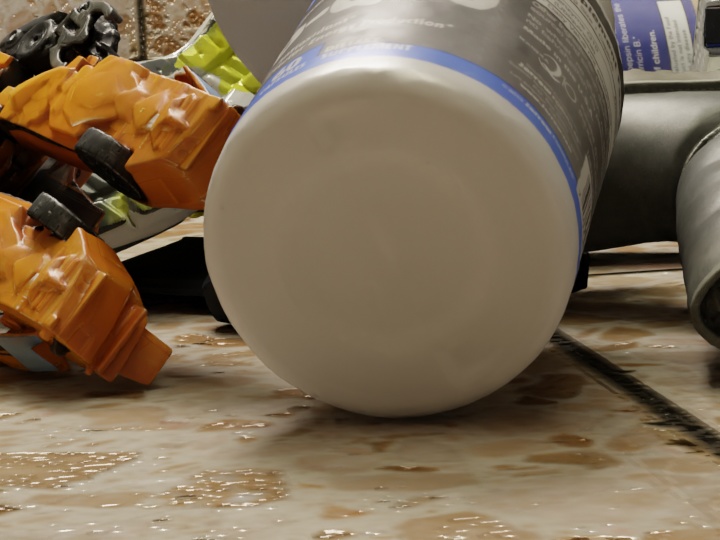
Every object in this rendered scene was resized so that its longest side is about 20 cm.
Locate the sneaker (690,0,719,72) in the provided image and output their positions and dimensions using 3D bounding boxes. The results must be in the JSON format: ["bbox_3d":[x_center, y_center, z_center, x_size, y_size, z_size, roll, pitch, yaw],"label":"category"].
[{"bbox_3d":[0.208,-0.101,1.210,0.117,0.201,0.074,3,43,1],"label":"sneaker"}]

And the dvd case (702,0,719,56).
[{"bbox_3d":[0.251,-0.095,1.042,0.199,0.025,0.150,2,5,36],"label":"dvd case"}]

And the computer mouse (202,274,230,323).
[{"bbox_3d":[0.008,-0.059,1.026,0.034,0.200,0.059,35,11,-6],"label":"computer mouse"}]

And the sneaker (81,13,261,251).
[{"bbox_3d":[-0.071,-0.046,1.137,0.200,0.085,0.074,-34,65,-32],"label":"sneaker"}]

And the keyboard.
[{"bbox_3d":[0.000,0.000,1.108,0.199,0.021,0.127,3,15,34],"label":"keyboard"}]

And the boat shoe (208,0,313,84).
[{"bbox_3d":[0.030,-0.081,1.101,0.199,0.072,0.068,30,19,9],"label":"boat shoe"}]

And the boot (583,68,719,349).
[{"bbox_3d":[0.116,-0.013,0.950,0.181,0.073,0.200,-16,24,10],"label":"boot"}]

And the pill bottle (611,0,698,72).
[{"bbox_3d":[0.078,-0.080,1.323,0.199,0.116,0.116,-4,7,-10],"label":"pill bottle"}]

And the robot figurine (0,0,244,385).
[{"bbox_3d":[-0.110,-0.026,0.985,0.058,0.145,0.200,42,-10,-29],"label":"robot figurine"}]

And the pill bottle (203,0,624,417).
[{"bbox_3d":[0.025,-0.046,0.890,0.113,0.114,0.200,-1,24,12],"label":"pill bottle"}]
